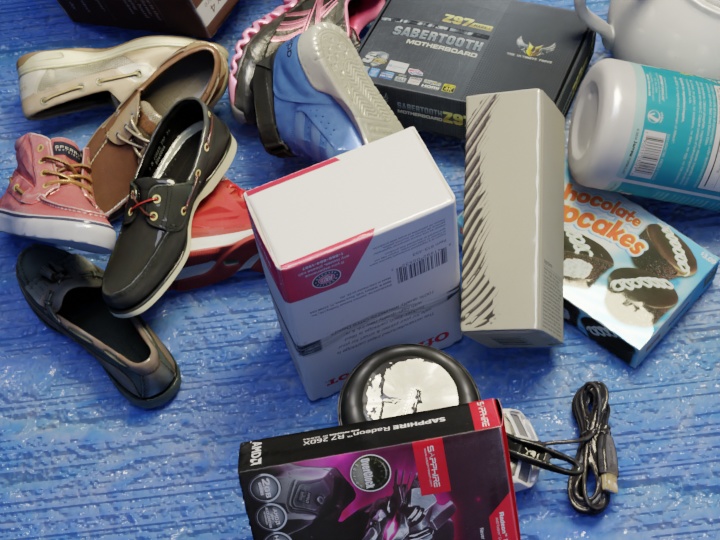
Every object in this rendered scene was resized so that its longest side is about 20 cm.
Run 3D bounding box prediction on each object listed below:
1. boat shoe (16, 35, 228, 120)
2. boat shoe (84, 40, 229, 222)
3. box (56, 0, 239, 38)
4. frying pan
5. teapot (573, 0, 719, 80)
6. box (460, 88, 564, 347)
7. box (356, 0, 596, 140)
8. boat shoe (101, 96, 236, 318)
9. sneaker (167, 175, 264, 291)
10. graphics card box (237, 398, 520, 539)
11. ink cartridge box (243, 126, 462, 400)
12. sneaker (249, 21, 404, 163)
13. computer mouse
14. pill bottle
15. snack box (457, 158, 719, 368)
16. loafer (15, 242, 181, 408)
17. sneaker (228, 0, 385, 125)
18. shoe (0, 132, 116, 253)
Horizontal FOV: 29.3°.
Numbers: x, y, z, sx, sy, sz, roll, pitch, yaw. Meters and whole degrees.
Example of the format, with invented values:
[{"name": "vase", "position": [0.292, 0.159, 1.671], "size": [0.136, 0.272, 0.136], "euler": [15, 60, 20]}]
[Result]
[{"name": "boat shoe", "position": [-0.222, -0.178, 1.303], "size": [0.199, 0.072, 0.065], "euler": [-7, 79, -9]}, {"name": "boat shoe", "position": [-0.193, -0.129, 1.239], "size": [0.076, 0.072, 0.200], "euler": [35, 84, -5]}, {"name": "box", "position": [-0.206, -0.343, 1.312], "size": [0.199, 0.164, 0.166], "euler": [12, 58, 35]}, {"name": "frying pan", "position": [0.066, 0.129, 1.063], "size": [0.190, 0.031, 0.115], "euler": [38, 69, 20]}, {"name": "teapot", "position": [0.319, -0.245, 1.236], "size": [0.197, 0.146, 0.200], "euler": [34, 63, 14]}, {"name": "box", "position": [0.127, -0.041, 1.130], "size": [0.068, 0.082, 0.201], "euler": [-3, 76, 22]}, {"name": "box", "position": [0.102, -0.191, 1.269], "size": [0.199, 0.051, 0.158], "euler": [15, 49, 17]}, {"name": "boat shoe", "position": [-0.172, -0.055, 1.162], "size": [0.073, 0.063, 0.202], "euler": [7, 61, 32]}, {"name": "sneaker", "position": [-0.096, -0.058, 1.212], "size": [0.199, 0.078, 0.116], "euler": [-8, 60, -2]}, {"name": "graphics card box", "position": [0.016, 0.175, 1.028], "size": [0.199, 0.126, 0.051], "euler": [-9, 22, 2]}, {"name": "ink cartridge box", "position": [0.000, 0.000, 1.097], "size": [0.144, 0.200, 0.085], "euler": [-22, 57, -8]}, {"name": "sneaker", "position": [-0.026, -0.112, 1.231], "size": [0.111, 0.200, 0.077], "euler": [-20, 15, 41]}, {"name": "computer mouse", "position": [0.104, 0.144, 1.094], "size": [0.199, 0.044, 0.110], "euler": [-1, 63, -3]}, {"name": "pill bottle", "position": [0.286, -0.110, 1.178], "size": [0.199, 0.111, 0.111], "euler": [10, 59, -9]}, {"name": "snack box", "position": [0.192, -0.018, 1.186], "size": [0.200, 0.037, 0.116], "euler": [36, 67, 23]}, {"name": "loafer", "position": [-0.227, 0.033, 1.174], "size": [0.072, 0.063, 0.200], "euler": [-41, 64, -19]}, {"name": "sneaker", "position": [-0.047, -0.210, 1.296], "size": [0.095, 0.079, 0.200], "euler": [24, 65, 24]}, {"name": "shoe", "position": [-0.258, -0.069, 1.172], "size": [0.071, 0.200, 0.091], "euler": [15, 87, -33]}]
